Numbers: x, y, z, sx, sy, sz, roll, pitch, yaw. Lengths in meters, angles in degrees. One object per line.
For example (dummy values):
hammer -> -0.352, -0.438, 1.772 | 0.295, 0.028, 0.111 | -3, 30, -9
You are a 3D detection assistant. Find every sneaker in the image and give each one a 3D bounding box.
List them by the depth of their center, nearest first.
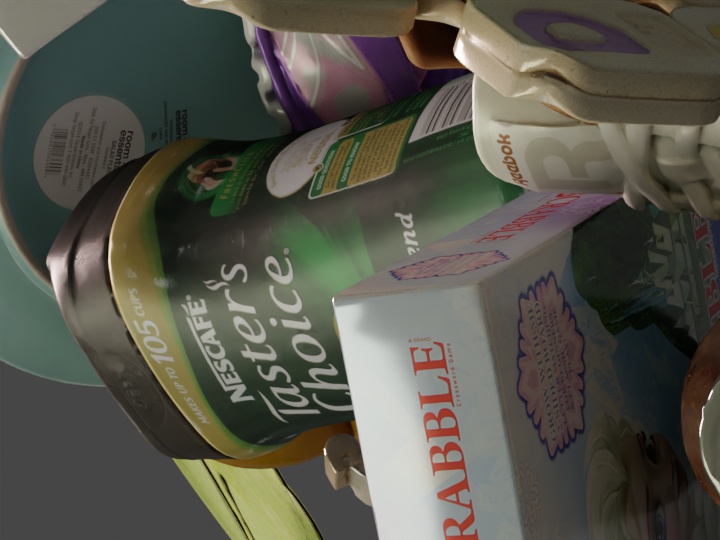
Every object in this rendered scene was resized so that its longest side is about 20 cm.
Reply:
sneaker -> 0.082, -0.032, 0.706 | 0.200, 0.085, 0.073 | 38, 159, 44
sneaker -> 0.001, -0.097, 0.929 | 0.200, 0.080, 0.088 | 59, 160, -9

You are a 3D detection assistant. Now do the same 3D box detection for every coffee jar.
coffee jar -> 0.000, 0.000, 0.907 | 0.200, 0.085, 0.104 | -12, 123, 37

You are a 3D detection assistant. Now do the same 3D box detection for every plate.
plate -> -0.067, -0.049, 0.987 | 0.026, 0.200, 0.200 | 37, 158, 55

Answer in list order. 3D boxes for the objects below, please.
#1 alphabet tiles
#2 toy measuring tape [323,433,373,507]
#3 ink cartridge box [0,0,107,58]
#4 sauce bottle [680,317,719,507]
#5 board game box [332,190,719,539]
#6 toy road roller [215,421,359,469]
alphabet tiles -> 0.030, -0.077, 0.626 | 0.200, 0.195, 0.015 | 45, 127, 50
toy measuring tape -> 0.089, 0.081, 0.961 | 0.200, 0.074, 0.074 | 25, 164, 7
ink cartridge box -> -0.094, -0.134, 0.776 | 0.116, 0.067, 0.200 | 52, -167, -15
sauce bottle -> 0.109, 0.034, 0.682 | 0.066, 0.066, 0.200 | 56, -170, 3
board game box -> 0.067, 0.079, 0.754 | 0.199, 0.041, 0.201 | -30, -69, -62
toy road roller -> 0.000, 0.031, 1.102 | 0.200, 0.146, 0.123 | 49, 168, 35
